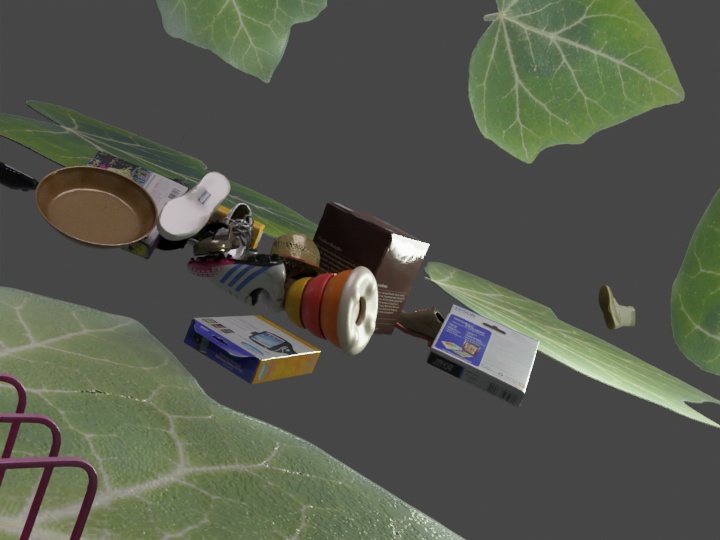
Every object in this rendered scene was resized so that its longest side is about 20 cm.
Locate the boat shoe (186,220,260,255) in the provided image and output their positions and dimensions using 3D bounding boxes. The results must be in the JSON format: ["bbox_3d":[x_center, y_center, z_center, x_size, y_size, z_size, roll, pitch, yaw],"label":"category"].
[{"bbox_3d":[-0.290,-0.067,1.791,0.197,0.063,0.075,23,6,-18],"label":"boat shoe"}]

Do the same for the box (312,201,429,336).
[{"bbox_3d":[0.000,0.000,1.703,0.164,0.204,0.163,29,9,31],"label":"box"}]

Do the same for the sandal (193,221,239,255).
[{"bbox_3d":[-0.256,-0.058,1.537,0.078,0.055,0.200,-9,4,-2],"label":"sandal"}]

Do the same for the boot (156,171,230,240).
[{"bbox_3d":[-0.300,-0.091,1.528,0.073,0.090,0.200,43,38,-3],"label":"boot"}]

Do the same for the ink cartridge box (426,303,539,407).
[{"bbox_3d":[0.243,0.162,1.723,0.194,0.048,0.200,24,27,9],"label":"ink cartridge box"}]

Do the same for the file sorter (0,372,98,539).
[{"bbox_3d":[-0.259,0.113,0.499,0.198,0.128,0.138,30,11,39],"label":"file sorter"}]

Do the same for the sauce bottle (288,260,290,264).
[{"bbox_3d":[-0.107,-0.015,1.969,0.064,0.066,0.200,25,9,10],"label":"sauce bottle"}]

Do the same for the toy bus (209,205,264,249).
[{"bbox_3d":[-0.309,-0.099,1.870,0.196,0.080,0.065,24,8,-2],"label":"toy bus"}]

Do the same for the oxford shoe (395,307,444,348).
[{"bbox_3d":[0.133,0.107,1.846,0.197,0.076,0.070,27,9,22],"label":"oxford shoe"}]

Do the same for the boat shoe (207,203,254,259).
[{"bbox_3d":[-0.238,-0.072,1.691,0.073,0.087,0.203,26,29,-11],"label":"boat shoe"}]

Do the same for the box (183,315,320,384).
[{"bbox_3d":[-0.149,0.105,1.190,0.117,0.042,0.199,27,11,22],"label":"box"}]

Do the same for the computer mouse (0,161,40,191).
[{"bbox_3d":[-0.572,-0.139,1.572,0.197,0.035,0.058,27,-10,-18],"label":"computer mouse"}]

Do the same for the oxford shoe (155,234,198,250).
[{"bbox_3d":[-0.344,-0.069,1.638,0.083,0.074,0.199,29,22,20],"label":"oxford shoe"}]

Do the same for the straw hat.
[{"bbox_3d":[-0.118,-0.020,1.579,0.196,0.087,0.202,10,-25,5],"label":"straw hat"}]

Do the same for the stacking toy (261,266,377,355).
[{"bbox_3d":[-0.078,0.057,1.495,0.196,0.150,0.146,8,2,23],"label":"stacking toy"}]

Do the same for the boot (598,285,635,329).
[{"bbox_3d":[1.170,0.165,3.994,0.152,0.205,0.072,-3,-16,-29],"label":"boot"}]

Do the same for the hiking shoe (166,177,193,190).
[{"bbox_3d":[-0.407,-0.173,2.073,0.099,0.077,0.200,16,10,-27],"label":"hiking shoe"}]

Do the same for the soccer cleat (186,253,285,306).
[{"bbox_3d":[-0.214,0.017,1.487,0.196,0.089,0.069,1,7,29],"label":"soccer cleat"}]

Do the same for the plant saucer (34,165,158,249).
[{"bbox_3d":[-0.433,-0.096,1.440,0.196,0.036,0.202,17,37,-13],"label":"plant saucer"}]

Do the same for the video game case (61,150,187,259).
[{"bbox_3d":[-0.418,-0.119,1.541,0.178,0.036,0.202,22,36,-6],"label":"video game case"}]
